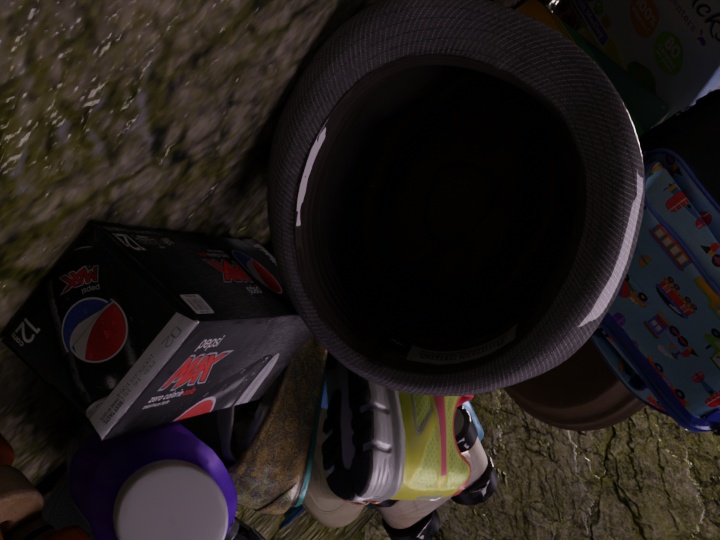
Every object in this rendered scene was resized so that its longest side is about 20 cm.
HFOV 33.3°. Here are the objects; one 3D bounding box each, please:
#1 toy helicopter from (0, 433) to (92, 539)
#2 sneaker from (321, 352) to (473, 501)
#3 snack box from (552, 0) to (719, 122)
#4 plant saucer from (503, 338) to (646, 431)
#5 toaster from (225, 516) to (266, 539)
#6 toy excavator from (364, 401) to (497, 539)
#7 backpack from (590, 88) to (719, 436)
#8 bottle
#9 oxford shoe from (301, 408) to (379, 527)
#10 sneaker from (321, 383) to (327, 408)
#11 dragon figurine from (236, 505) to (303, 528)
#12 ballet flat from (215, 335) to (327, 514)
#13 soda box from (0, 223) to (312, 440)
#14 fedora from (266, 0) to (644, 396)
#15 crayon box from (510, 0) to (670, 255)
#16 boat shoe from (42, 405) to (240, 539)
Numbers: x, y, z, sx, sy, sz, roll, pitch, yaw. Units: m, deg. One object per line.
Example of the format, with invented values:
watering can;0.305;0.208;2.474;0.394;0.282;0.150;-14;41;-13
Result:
toy helicopter;-0.213;0.157;0.498;0.200;0.079;0.132;-46;169;7
sneaker;0.026;0.055;0.739;0.078;0.090;0.200;-45;-144;49
snack box;0.206;-0.177;0.772;0.053;0.142;0.200;-13;153;-26
plant saucer;0.157;0.020;0.903;0.029;0.200;0.200;6;130;-41
toaster;-0.140;0.243;0.792;0.200;0.119;0.181;-47;-165;-7
toy excavator;0.050;0.115;1.080;0.194;0.200;0.100;-35;136;-7
backpack;0.199;0.011;0.726;0.134;0.183;0.200;-33;175;-27
bottle;-0.102;0.107;0.588;0.065;0.084;0.200;-48;-170;-11
oxford shoe;-0.013;0.153;0.900;0.071;0.074;0.200;-21;146;-15
sneaker;0.000;0.000;0.829;0.066;0.078;0.200;103;11;-65
dragon figurine;-0.064;0.203;1.144;0.200;0.099;0.059;-55;167;29
ballet flat;-0.046;0.041;0.710;0.071;0.071;0.200;72;31;-77
soda box;-0.082;0.027;0.580;0.071;0.063;0.200;-50;168;9
fedora;0.048;-0.038;0.587;0.090;0.177;0.200;-48;154;-64
crayon box;0.089;-0.079;0.728;0.200;0.119;0.058;-39;165;-42
boat shoe;-0.124;0.128;0.746;0.202;0.074;0.065;-46;166;-50
